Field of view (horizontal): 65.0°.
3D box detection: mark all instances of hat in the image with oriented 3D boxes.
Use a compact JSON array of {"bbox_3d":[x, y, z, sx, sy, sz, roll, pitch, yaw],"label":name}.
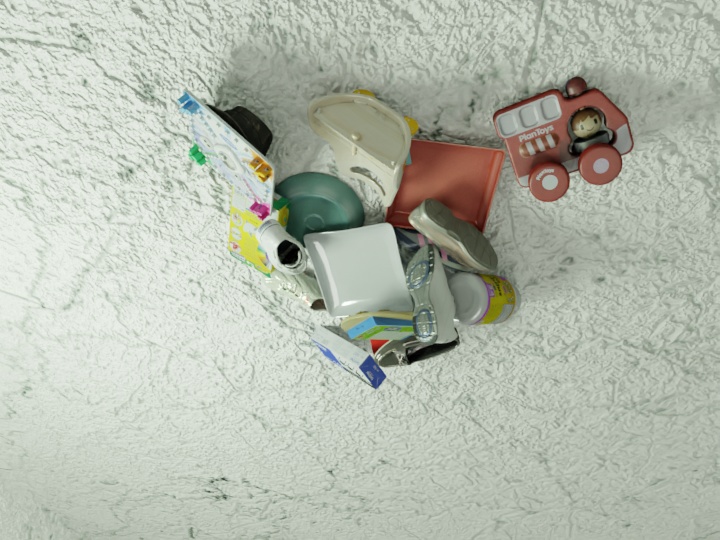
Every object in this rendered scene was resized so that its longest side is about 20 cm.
[{"bbox_3d":[-0.205,-0.233,1.008,0.200,0.081,0.201,35,158,16],"label":"hat"}]

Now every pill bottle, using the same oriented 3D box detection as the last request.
[{"bbox_3d":[0.257,0.059,1.169,0.104,0.105,0.199,-34,156,33],"label":"pill bottle"}]

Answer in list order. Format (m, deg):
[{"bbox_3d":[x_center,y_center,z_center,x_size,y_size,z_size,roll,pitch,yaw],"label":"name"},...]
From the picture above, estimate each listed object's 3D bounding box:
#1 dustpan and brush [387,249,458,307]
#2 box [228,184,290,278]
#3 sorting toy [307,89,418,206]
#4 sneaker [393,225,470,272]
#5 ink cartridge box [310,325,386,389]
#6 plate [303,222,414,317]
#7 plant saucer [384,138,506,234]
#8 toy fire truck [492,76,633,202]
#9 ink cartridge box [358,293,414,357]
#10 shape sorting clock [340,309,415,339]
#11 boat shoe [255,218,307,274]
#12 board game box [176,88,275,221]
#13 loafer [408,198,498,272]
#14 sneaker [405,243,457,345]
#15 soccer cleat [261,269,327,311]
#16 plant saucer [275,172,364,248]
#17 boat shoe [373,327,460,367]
[{"bbox_3d":[0.122,0.015,1.177,0.139,0.057,0.200,-43,100,7],"label":"dustpan and brush"},{"bbox_3d":[-0.211,-0.081,1.163,0.117,0.048,0.201,29,134,12],"label":"box"},{"bbox_3d":[0.013,-0.200,0.997,0.200,0.107,0.181,39,153,19],"label":"sorting toy"},{"bbox_3d":[0.147,-0.067,1.152,0.198,0.070,0.083,22,105,-6],"label":"sneaker"},{"bbox_3d":[-0.032,0.208,1.364,0.199,0.044,0.094,22,153,49],"label":"ink cartridge box"},{"bbox_3d":[0.000,0.000,1.160,0.198,0.032,0.201,-6,115,24],"label":"plate"},{"bbox_3d":[0.153,-0.161,1.065,0.198,0.037,0.201,7,135,1],"label":"plant saucer"},{"bbox_3d":[0.338,-0.222,0.941,0.199,0.112,0.169,-18,110,21],"label":"toy fire truck"},{"bbox_3d":[0.089,0.114,1.264,0.159,0.050,0.202,-13,108,0],"label":"ink cartridge box"},{"bbox_3d":[0.058,0.110,1.166,0.198,0.040,0.200,-3,163,-1],"label":"shape sorting clock"},{"bbox_3d":[-0.145,-0.028,1.124,0.074,0.065,0.200,-45,155,-2],"label":"boat shoe"},{"bbox_3d":[-0.233,-0.191,0.988,0.200,0.026,0.200,41,159,4],"label":"board game box"},{"bbox_3d":[0.180,-0.062,1.094,0.199,0.072,0.063,38,145,-17],"label":"loafer"},{"bbox_3d":[0.141,0.048,1.089,0.087,0.202,0.074,14,157,-40],"label":"sneaker"},{"bbox_3d":[-0.129,0.047,1.278,0.198,0.078,0.070,16,134,-7],"label":"soccer cleat"},{"bbox_3d":[-0.092,-0.107,1.154,0.198,0.036,0.201,4,134,4],"label":"plant saucer"},{"bbox_3d":[0.126,0.174,1.258,0.199,0.057,0.067,-23,126,1],"label":"boat shoe"}]
